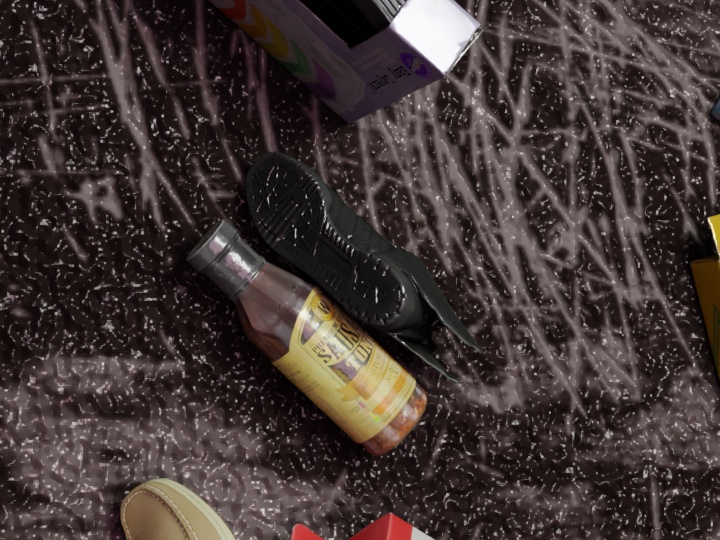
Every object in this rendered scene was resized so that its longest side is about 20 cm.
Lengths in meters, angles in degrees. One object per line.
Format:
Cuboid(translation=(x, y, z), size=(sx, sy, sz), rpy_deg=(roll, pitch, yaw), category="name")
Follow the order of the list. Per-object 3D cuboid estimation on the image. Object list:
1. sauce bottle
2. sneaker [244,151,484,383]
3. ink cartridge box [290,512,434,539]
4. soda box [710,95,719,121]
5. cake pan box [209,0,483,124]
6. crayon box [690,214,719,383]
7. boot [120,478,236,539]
Cuboid(translation=(-0.040, 0.047, 1.247), size=(0.200, 0.066, 0.066), rpy_deg=(43, 75, -13), category="sauce bottle")
Cuboid(translation=(0.002, -0.002, 1.265), size=(0.060, 0.104, 0.200), rpy_deg=(-48, 66, 10), category="sneaker")
Cuboid(translation=(0.039, 0.255, 1.222), size=(0.199, 0.067, 0.117), rpy_deg=(33, 43, -20), category="ink cartridge box")
Cuboid(translation=(0.384, -0.103, 1.399), size=(0.199, 0.064, 0.069), rpy_deg=(33, 77, -13), category="soda box")
Cuboid(translation=(-0.028, -0.191, 1.198), size=(0.184, 0.200, 0.053), rpy_deg=(39, 73, -14), category="cake pan box")
Cuboid(translation=(0.340, 0.042, 1.381), size=(0.126, 0.051, 0.202), rpy_deg=(-14, 91, -19), category="crayon box")
Cuboid(translation=(-0.142, 0.223, 1.134), size=(0.154, 0.072, 0.201), rpy_deg=(3, 47, -48), category="boot")
